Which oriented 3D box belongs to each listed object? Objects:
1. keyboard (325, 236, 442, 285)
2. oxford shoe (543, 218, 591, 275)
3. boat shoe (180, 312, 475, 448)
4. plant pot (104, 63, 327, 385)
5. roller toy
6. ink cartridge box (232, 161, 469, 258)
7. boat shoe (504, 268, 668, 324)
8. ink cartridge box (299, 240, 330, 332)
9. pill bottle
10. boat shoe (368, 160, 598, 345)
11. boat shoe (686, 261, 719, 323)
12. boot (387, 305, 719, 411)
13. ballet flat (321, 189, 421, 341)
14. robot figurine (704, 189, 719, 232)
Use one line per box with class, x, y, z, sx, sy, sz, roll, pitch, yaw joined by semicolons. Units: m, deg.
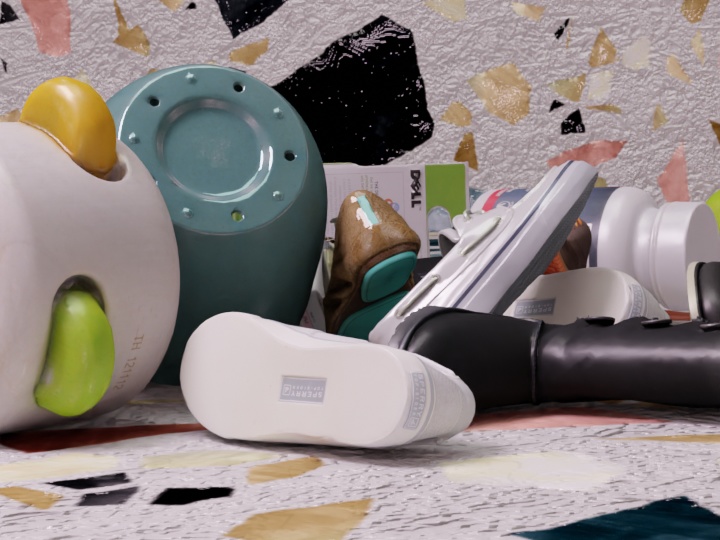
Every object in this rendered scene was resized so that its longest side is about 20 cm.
keyboard;0.047;0.005;1.366;0.127;0.021;0.200;35;24;32
oxford shoe;0.136;-0.017;1.288;0.071;0.073;0.200;20;-12;14
boat shoe;-0.021;0.062;0.941;0.068;0.072;0.200;16;-13;-42
plant pot;-0.112;-0.045;1.153;0.200;0.201;0.161;-4;-25;-17
roller toy;-0.203;0.001;1.028;0.182;0.200;0.140;-25;-12;41
ink cartridge box;-0.008;-0.020;1.497;0.200;0.148;0.076;-3;3;-16
boat shoe;0.127;0.033;1.202;0.200;0.072;0.068;-10;-29;44
ink cartridge box;-0.118;0.033;1.354;0.200;0.057;0.163;-22;20;7
pill bottle;0.199;-0.013;1.464;0.200;0.120;0.120;0;5;31
boat shoe;0.081;-0.011;1.117;0.067;0.200;0.074;33;-30;13
boat shoe;0.267;0.027;1.177;0.063;0.074;0.201;-9;-3;23
boot;0.135;0.057;0.972;0.200;0.066;0.165;5;9;33
ballet flat;0.000;0.000;1.187;0.068;0.072;0.200;-22;-19;-11
robot figurine;0.399;-0.033;1.636;0.200;0.116;0.175;-7;5;-42
